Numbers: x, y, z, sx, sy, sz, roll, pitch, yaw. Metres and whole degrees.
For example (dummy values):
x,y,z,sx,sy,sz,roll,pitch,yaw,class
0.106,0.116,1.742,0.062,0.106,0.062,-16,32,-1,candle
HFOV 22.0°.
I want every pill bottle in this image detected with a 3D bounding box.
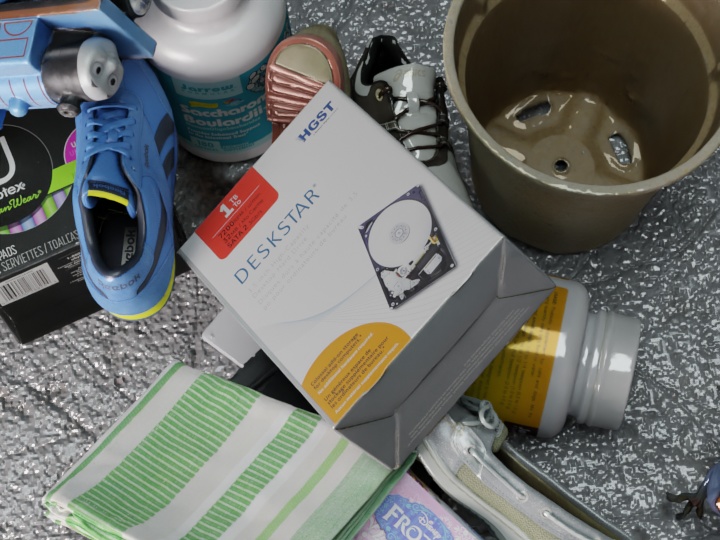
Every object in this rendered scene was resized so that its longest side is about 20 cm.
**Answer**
x,y,z,sx,sy,sz,roll,pitch,yaw,class
0.086,0.050,1.263,0.198,0.109,0.110,12,70,5,pill bottle
-0.103,-0.165,1.312,0.110,0.200,0.112,-1,69,4,pill bottle

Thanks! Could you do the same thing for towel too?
x,y,z,sx,sy,sz,roll,pitch,yaw,class
-0.086,0.133,1.173,0.199,0.024,0.153,17,49,33,towel

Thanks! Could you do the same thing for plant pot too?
x,y,z,sx,sy,sz,roll,pitch,yaw,class
0.150,-0.106,1.277,0.199,0.184,0.202,1,68,-1,plant pot

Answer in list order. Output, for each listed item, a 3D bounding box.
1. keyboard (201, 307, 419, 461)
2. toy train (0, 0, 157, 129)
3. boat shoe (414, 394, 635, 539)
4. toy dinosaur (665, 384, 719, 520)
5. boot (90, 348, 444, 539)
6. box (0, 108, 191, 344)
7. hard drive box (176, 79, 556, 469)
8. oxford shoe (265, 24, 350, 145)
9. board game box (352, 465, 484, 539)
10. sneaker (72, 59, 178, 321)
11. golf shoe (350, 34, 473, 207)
x,y,z,sx,sy,sz,roll,pitch,yaw,class
-0.020,0.082,1.315,0.199,0.011,0.056,35,80,16,keyboard
-0.228,-0.153,1.223,0.199,0.087,0.115,0,71,26,toy train
0.096,0.131,1.194,0.065,0.074,0.202,-42,86,13,boat shoe
0.244,0.134,1.208,0.104,0.201,0.182,10,37,23,toy dinosaur
-0.061,0.166,1.247,0.168,0.077,0.200,40,73,19,boot
-0.226,-0.079,1.327,0.148,0.124,0.201,-23,68,-5,box
0.000,0.000,1.174,0.156,0.077,0.200,-49,48,3,hard drive box
-0.034,-0.076,1.312,0.070,0.074,0.201,14,115,9,oxford shoe
0.029,0.260,1.180,0.200,0.041,0.200,42,90,4,board game box
-0.157,-0.070,1.213,0.065,0.079,0.202,-8,68,3,sneaker
0.030,-0.091,1.288,0.077,0.095,0.200,-6,36,-21,golf shoe
